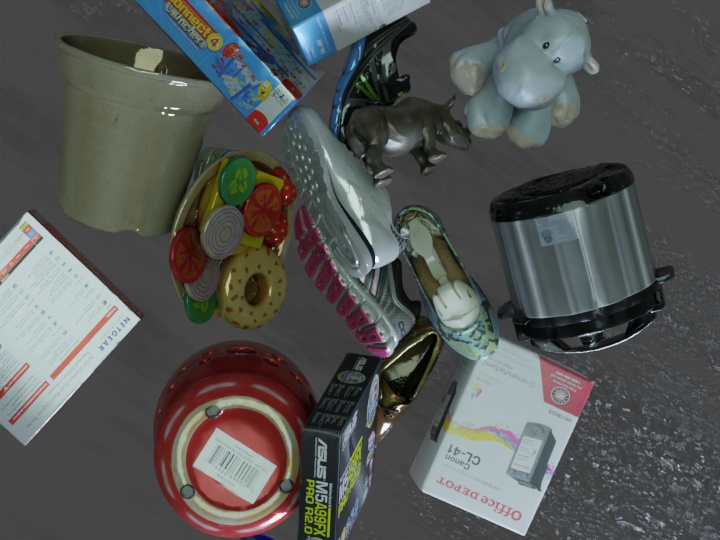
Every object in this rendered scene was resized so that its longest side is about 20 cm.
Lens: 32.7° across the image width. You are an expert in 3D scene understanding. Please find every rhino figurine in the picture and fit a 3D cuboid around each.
[{"bbox_3d":[0.063,-0.155,1.392,0.198,0.060,0.088,-18,76,-42],"label":"rhino figurine"}]

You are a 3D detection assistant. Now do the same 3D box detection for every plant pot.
[{"bbox_3d":[-0.137,0.189,1.381,0.197,0.182,0.204,0,93,-7],"label":"plant pot"},{"bbox_3d":[-0.252,-0.144,1.347,0.197,0.201,0.186,13,105,-6],"label":"plant pot"}]

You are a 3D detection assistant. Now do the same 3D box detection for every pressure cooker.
[{"bbox_3d":[0.244,-0.005,1.396,0.177,0.175,0.203,-22,100,-32],"label":"pressure cooker"}]

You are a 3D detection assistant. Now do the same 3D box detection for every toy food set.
[{"bbox_3d":[-0.139,-0.035,1.370,0.048,0.197,0.203,22,94,35],"label":"toy food set"}]

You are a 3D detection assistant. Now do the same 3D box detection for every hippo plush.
[{"bbox_3d":[0.211,-0.225,1.376,0.200,0.161,0.160,-43,105,-6],"label":"hippo plush"}]

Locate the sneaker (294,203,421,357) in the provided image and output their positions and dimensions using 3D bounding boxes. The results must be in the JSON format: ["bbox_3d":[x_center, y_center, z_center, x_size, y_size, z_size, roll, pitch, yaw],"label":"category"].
[{"bbox_3d":[0.000,0.000,1.432,0.087,0.074,0.201,-31,81,-29],"label":"sneaker"}]

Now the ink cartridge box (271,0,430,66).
[{"bbox_3d":[-0.001,-0.329,1.375,0.198,0.068,0.117,-28,54,-1],"label":"ink cartridge box"}]

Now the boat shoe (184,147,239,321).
[{"bbox_3d":[-0.170,-0.043,1.420,0.061,0.072,0.203,22,102,35],"label":"boat shoe"}]

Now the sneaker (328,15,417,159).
[{"bbox_3d":[0.014,-0.205,1.413,0.081,0.071,0.203,18,90,0],"label":"sneaker"}]

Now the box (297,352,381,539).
[{"bbox_3d":[-0.021,0.203,1.336,0.043,0.200,0.163,8,110,10],"label":"box"}]

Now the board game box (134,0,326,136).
[{"bbox_3d":[-0.136,-0.252,1.328,0.056,0.200,0.196,-41,98,17],"label":"board game box"}]

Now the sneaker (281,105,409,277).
[{"bbox_3d":[-0.019,-0.095,1.375,0.080,0.076,0.202,-29,97,-27],"label":"sneaker"}]

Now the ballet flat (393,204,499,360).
[{"bbox_3d":[0.092,0.011,1.403,0.074,0.074,0.202,-30,70,-2],"label":"ballet flat"}]

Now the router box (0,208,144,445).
[{"bbox_3d":[-0.381,0.065,1.411,0.179,0.049,0.200,44,90,-7],"label":"router box"}]

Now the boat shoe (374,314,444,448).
[{"bbox_3d":[0.028,0.141,1.446,0.071,0.068,0.202,30,93,-9],"label":"boat shoe"}]

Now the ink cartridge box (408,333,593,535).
[{"bbox_3d":[0.166,0.187,1.455,0.146,0.086,0.203,24,91,-7],"label":"ink cartridge box"}]

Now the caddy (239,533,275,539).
[{"bbox_3d":[-0.071,0.384,1.423,0.199,0.141,0.106,36,96,-8],"label":"caddy"}]
